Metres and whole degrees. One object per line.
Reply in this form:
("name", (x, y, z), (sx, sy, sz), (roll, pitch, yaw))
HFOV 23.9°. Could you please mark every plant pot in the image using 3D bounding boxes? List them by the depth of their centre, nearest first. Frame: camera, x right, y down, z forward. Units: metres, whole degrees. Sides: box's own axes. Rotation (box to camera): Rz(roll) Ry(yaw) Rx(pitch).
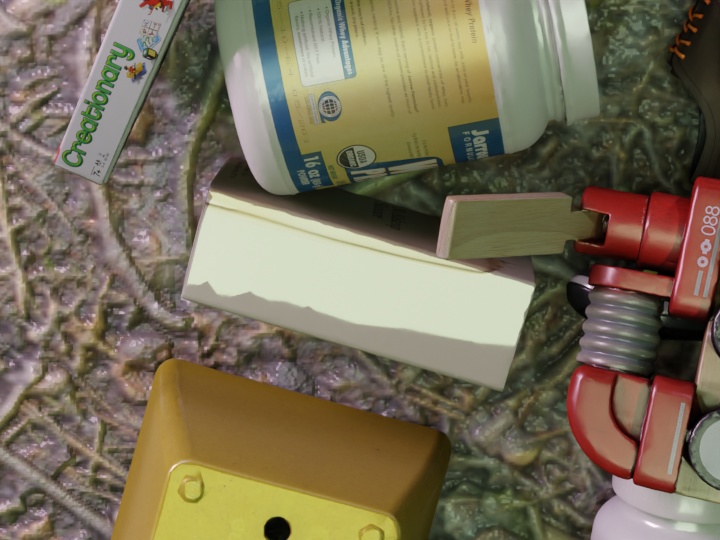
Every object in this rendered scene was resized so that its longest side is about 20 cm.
("plant pot", (-0.059, 0.180, 1.023), (0.199, 0.176, 0.201), (15, 91, -1))

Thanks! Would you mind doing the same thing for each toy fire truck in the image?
("toy fire truck", (0.142, 0.027, 0.958), (0.199, 0.129, 0.177), (12, 89, 10))

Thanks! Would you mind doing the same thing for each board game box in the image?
("board game box", (-0.109, -0.158, 0.942), (0.034, 0.127, 0.200), (24, 129, -8))

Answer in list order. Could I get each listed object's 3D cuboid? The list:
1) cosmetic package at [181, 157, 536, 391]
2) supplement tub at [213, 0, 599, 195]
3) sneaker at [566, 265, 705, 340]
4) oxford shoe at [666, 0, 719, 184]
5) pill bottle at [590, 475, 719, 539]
("cosmetic package", (0.000, 0.000, 1.031), (0.199, 0.104, 0.073), (15, 105, -3))
("supplement tub", (0.027, -0.129, 0.972), (0.199, 0.145, 0.145), (-10, 105, 6))
("sneaker", (0.227, 0.000, 1.051), (0.199, 0.072, 0.083), (3, 82, 1))
("oxford shoe", (0.216, -0.142, 1.000), (0.072, 0.071, 0.201), (-6, 105, 9))
("pill bottle", (0.196, 0.206, 1.075), (0.109, 0.110, 0.201), (5, 106, 1))
